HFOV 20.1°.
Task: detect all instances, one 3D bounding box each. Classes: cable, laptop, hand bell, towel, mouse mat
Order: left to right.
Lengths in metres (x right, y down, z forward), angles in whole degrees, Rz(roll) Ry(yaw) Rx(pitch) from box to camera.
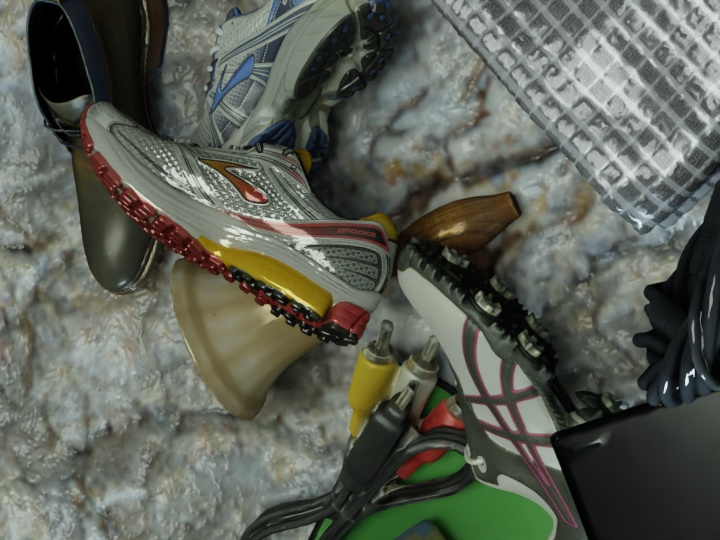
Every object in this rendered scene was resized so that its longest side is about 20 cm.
[{"bbox_3d":[0.000,0.000,1.179,0.199,0.104,0.105,-25,85,15],"label":"hand bell"},{"bbox_3d":[0.006,0.124,1.210,0.097,0.050,0.200,35,124,1],"label":"cable"},{"bbox_3d":[0.069,0.168,1.197,0.200,0.008,0.162,33,110,19],"label":"mouse mat"},{"bbox_3d":[0.144,-0.143,1.073,0.200,0.085,0.166,49,114,13],"label":"towel"},{"bbox_3d":[0.169,-0.012,0.961,0.051,0.200,0.163,29,132,-1],"label":"cable"},{"bbox_3d":[0.230,0.137,1.041,0.187,0.116,0.201,-21,92,27],"label":"laptop"}]

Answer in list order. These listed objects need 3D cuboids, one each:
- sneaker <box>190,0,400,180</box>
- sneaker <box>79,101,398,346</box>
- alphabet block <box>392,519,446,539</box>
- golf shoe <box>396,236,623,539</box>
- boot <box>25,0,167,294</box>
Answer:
[{"bbox_3d":[-0.055,-0.107,1.193,0.200,0.077,0.085,-49,56,28],"label":"sneaker"},{"bbox_3d":[-0.069,-0.039,1.135,0.199,0.078,0.082,31,78,6],"label":"sneaker"},{"bbox_3d":[0.002,0.294,1.139,0.200,0.195,0.196,49,119,11],"label":"alphabet block"},{"bbox_3d":[0.079,0.071,1.121,0.088,0.077,0.200,-43,87,17],"label":"golf shoe"},{"bbox_3d":[-0.167,-0.081,1.231,0.074,0.097,0.201,3,98,26],"label":"boot"}]
